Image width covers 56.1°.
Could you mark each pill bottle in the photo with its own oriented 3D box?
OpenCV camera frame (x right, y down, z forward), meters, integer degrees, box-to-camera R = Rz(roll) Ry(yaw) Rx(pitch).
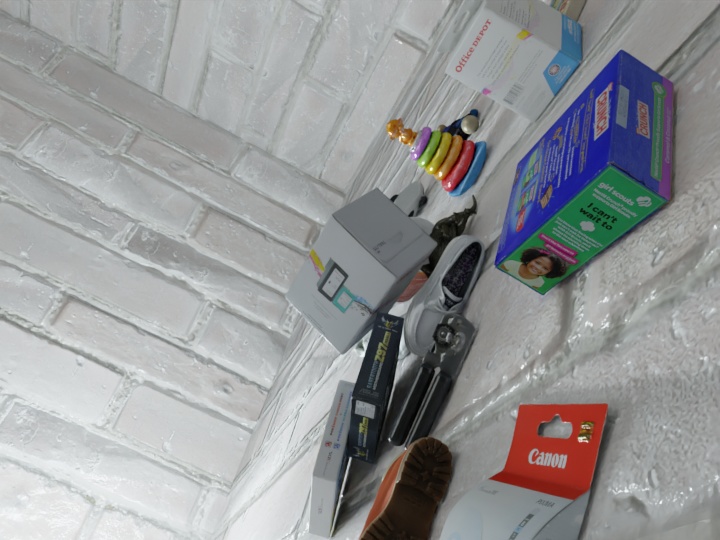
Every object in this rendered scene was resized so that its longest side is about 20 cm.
[{"bbox_3d":[0.077,-0.004,1.305,0.201,0.110,0.114,-53,14,52],"label":"pill bottle"}]

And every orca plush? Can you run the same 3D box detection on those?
[{"bbox_3d":[0.121,-0.132,1.661,0.103,0.072,0.202,-12,38,18],"label":"orca plush"}]

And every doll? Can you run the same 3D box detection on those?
[{"bbox_3d":[0.218,-0.312,1.543,0.138,0.048,0.200,-57,13,-9],"label":"doll"}]

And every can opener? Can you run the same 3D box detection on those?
[{"bbox_3d":[0.105,0.156,0.943,0.203,0.053,0.067,-65,-23,-2],"label":"can opener"}]

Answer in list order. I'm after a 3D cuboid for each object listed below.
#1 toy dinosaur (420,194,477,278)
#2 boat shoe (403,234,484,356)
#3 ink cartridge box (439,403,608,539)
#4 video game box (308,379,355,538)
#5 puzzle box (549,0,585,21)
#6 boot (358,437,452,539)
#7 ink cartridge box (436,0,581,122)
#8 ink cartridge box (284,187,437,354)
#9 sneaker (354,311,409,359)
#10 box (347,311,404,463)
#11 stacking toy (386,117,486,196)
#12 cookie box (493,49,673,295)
[{"bbox_3d":[0.146,-0.059,1.168,0.102,0.076,0.203,-32,35,54],"label":"toy dinosaur"},{"bbox_3d":[0.132,0.040,1.030,0.202,0.071,0.068,-56,8,-4],"label":"boat shoe"},{"bbox_3d":[0.131,0.206,0.590,0.160,0.046,0.204,142,150,-72],"label":"ink cartridge box"},{"bbox_3d":[-0.044,0.321,1.146,0.184,0.046,0.203,-76,-5,-45],"label":"video game box"},{"bbox_3d":[0.367,-0.480,1.196,0.203,0.025,0.133,-65,9,-3],"label":"puzzle box"},{"bbox_3d":[0.041,0.301,0.815,0.202,0.074,0.107,-59,3,-20],"label":"boot"},{"bbox_3d":[0.234,-0.363,1.082,0.129,0.197,0.127,-53,13,46],"label":"ink cartridge box"},{"bbox_3d":[0.000,0.000,1.120,0.146,0.146,0.201,-35,-16,-50],"label":"ink cartridge box"},{"bbox_3d":[0.047,0.125,1.235,0.201,0.079,0.071,-52,13,50],"label":"sneaker"},{"bbox_3d":[0.023,0.190,1.080,0.202,0.050,0.160,95,-168,-51],"label":"box"},{"bbox_3d":[0.136,-0.236,1.318,0.118,0.197,0.110,-63,9,3],"label":"stacking toy"},{"bbox_3d":[0.237,-0.098,0.725,0.200,0.074,0.174,-53,14,55],"label":"cookie box"}]
